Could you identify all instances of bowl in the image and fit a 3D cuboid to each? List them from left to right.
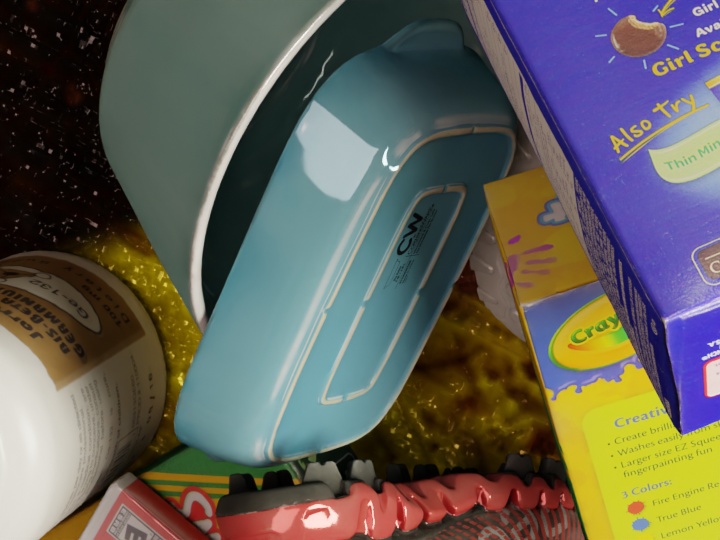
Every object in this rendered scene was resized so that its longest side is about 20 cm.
[{"bbox_3d":[-0.026,-0.073,0.824,0.105,0.200,0.202,37,111,28],"label":"bowl"}]

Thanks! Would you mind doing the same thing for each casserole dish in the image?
[{"bbox_3d":[0.000,0.000,0.796,0.039,0.121,0.201,36,114,26],"label":"casserole dish"}]

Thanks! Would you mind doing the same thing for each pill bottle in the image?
[{"bbox_3d":[-0.166,0.065,0.874,0.113,0.200,0.116,3,103,15],"label":"pill bottle"}]

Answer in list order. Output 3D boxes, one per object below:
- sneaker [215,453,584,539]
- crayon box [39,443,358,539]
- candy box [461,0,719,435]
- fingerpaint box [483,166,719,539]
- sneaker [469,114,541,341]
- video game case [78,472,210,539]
[{"bbox_3d":[0.026,0.124,0.836,0.070,0.199,0.099,-13,80,42],"label":"sneaker"},{"bbox_3d":[-0.073,0.148,0.929,0.199,0.051,0.128,-32,91,31],"label":"crayon box"},{"bbox_3d":[0.136,-0.071,0.674,0.168,0.077,0.201,-21,55,-3],"label":"candy box"},{"bbox_3d":[0.162,0.020,0.762,0.198,0.074,0.168,-18,130,4],"label":"fingerpaint box"},{"bbox_3d":[0.098,-0.057,0.839,0.076,0.080,0.201,26,127,22],"label":"sneaker"},{"bbox_3d":[-0.059,0.201,0.899,0.200,0.017,0.144,38,119,10],"label":"video game case"}]
